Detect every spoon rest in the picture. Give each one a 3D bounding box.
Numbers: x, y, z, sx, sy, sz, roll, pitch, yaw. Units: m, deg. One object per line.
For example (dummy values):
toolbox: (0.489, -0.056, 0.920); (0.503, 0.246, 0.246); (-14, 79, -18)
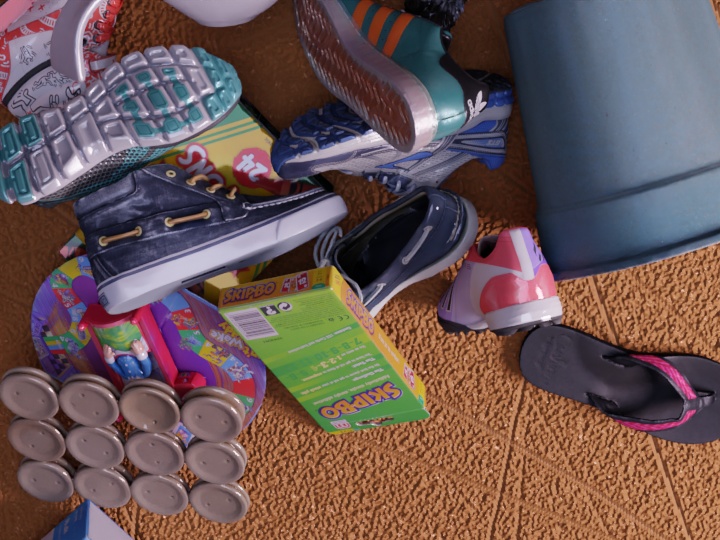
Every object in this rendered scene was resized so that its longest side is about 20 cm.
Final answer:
spoon rest: (-0.137, -0.200, 1.137); (0.199, 0.099, 0.061); (-29, 128, -32)

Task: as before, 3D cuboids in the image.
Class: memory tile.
memory tile: (-0.186, 0.139, 1.238); (0.197, 0.017, 0.155); (6, 133, 8)

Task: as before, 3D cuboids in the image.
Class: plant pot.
plant pot: (0.201, -0.115, 1.152); (0.198, 0.200, 0.199); (-16, 94, 3)

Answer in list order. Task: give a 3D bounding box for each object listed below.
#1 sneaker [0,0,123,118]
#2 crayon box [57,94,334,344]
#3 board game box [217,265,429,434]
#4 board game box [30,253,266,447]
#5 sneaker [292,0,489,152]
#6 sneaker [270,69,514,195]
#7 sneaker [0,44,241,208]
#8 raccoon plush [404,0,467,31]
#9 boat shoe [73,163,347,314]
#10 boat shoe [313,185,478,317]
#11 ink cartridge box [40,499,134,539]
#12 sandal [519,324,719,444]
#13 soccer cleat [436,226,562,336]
sneaker: (-0.203, -0.191, 1.187); (0.201, 0.067, 0.108); (-39, 101, 11)
crayon box: (-0.132, -0.035, 1.229); (0.127, 0.051, 0.200); (44, 99, -9)
board game box: (-0.023, 0.067, 1.204); (0.094, 0.030, 0.201); (-11, 140, 21)
board game box: (-0.173, 0.076, 1.222); (0.198, 0.039, 0.159); (30, 129, -6)
sneaker: (0.020, -0.162, 1.158); (0.079, 0.200, 0.072); (-19, 139, -24)
sneaker: (0.030, -0.088, 1.193); (0.197, 0.077, 0.086); (-14, 116, -13)
sneaker: (-0.181, -0.104, 1.168); (0.198, 0.091, 0.078); (-22, 78, 0)
raccoon plush: (0.089, -0.234, 1.138); (0.095, 0.134, 0.203); (6, 98, -4)
boat shoe: (-0.113, -0.045, 1.163); (0.198, 0.071, 0.092); (-20, 83, -11)
boat shoe: (0.000, 0.000, 1.199); (0.199, 0.076, 0.062); (-31, 144, 31)
ink cartridge box: (-0.258, 0.301, 1.284); (0.200, 0.068, 0.116); (-41, 111, 7)
sandal: (0.225, 0.097, 1.262); (0.197, 0.045, 0.076); (15, 102, -4)
soccer cleat: (0.100, 0.009, 1.172); (0.067, 0.200, 0.074); (-11, 90, -10)
